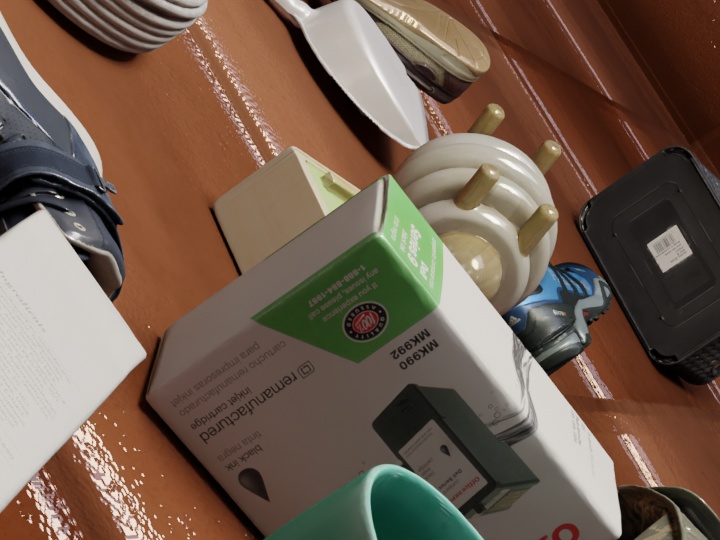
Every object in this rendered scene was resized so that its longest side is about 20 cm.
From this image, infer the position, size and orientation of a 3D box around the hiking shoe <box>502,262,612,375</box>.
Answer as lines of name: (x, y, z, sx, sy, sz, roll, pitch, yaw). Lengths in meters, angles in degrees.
hiking shoe: (0.145, 0.016, 1.745, 0.087, 0.074, 0.200, 54, 15, -6)

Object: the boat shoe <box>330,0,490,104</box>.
boat shoe: (0.011, -0.206, 1.825, 0.200, 0.065, 0.072, 32, 30, -11)

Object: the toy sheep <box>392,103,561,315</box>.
toy sheep: (0.076, -0.035, 1.535, 0.138, 0.138, 0.200, 50, 25, -17)

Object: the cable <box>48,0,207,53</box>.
cable: (-0.166, -0.222, 1.319, 0.200, 0.069, 0.200, 45, 19, -31)

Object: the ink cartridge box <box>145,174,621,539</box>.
ink cartridge box: (0.015, 0.080, 1.090, 0.200, 0.146, 0.084, 50, 16, -16)

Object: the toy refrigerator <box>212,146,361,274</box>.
toy refrigerator: (0.000, 0.000, 1.354, 0.200, 0.070, 0.076, 31, 29, -55)

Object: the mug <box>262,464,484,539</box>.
mug: (0.013, 0.182, 0.933, 0.185, 0.114, 0.152, 43, 19, -39)

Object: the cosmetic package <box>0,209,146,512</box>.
cosmetic package: (-0.151, 0.053, 0.740, 0.074, 0.101, 0.200, 54, 17, -4)

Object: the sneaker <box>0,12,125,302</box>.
sneaker: (-0.172, -0.056, 0.941, 0.202, 0.077, 0.146, 46, 15, -33)

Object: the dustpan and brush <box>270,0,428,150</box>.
dustpan and brush: (-0.023, -0.181, 1.711, 0.200, 0.057, 0.140, 56, 13, -23)

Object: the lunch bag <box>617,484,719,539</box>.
lunch bag: (0.212, 0.233, 1.429, 0.164, 0.117, 0.200, 53, 10, -9)

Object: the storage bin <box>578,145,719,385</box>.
storage bin: (0.322, -0.005, 2.198, 0.094, 0.135, 0.201, 29, 30, -58)
